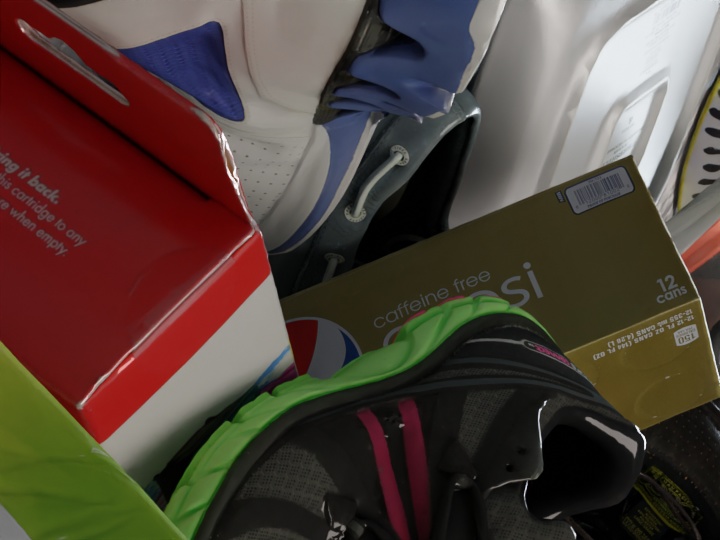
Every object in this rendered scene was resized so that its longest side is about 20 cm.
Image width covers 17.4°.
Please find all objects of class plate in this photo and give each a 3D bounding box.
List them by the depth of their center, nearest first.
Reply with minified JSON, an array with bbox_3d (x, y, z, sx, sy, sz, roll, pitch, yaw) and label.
[{"bbox_3d":[0.090,-0.055,0.904,0.199,0.032,0.201,-34,148,-50],"label":"plate"}]

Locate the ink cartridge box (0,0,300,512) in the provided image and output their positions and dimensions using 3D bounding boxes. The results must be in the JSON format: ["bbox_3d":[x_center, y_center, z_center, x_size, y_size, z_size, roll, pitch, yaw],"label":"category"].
[{"bbox_3d":[-0.079,0.011,0.628,0.067,0.116,0.200,-45,153,-20],"label":"ink cartridge box"}]

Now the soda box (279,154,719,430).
[{"bbox_3d":[0.014,0.040,0.777,0.199,0.064,0.068,-22,145,2],"label":"soda box"}]

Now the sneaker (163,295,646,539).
[{"bbox_3d":[0.009,0.070,0.618,0.200,0.084,0.077,-35,147,-42],"label":"sneaker"}]

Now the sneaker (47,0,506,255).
[{"bbox_3d":[-0.039,-0.076,0.637,0.199,0.115,0.081,140,-31,-66],"label":"sneaker"}]

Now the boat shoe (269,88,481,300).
[{"bbox_3d":[0.000,0.000,0.811,0.073,0.062,0.201,-38,151,-37],"label":"boat shoe"}]

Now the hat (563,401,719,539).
[{"bbox_3d":[0.080,0.128,0.909,0.200,0.201,0.081,-30,172,-41],"label":"hat"}]

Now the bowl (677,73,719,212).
[{"bbox_3d":[0.248,-0.071,1.112,0.201,0.094,0.201,-40,150,-29],"label":"bowl"}]

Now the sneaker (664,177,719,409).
[{"bbox_3d":[0.120,0.039,0.985,0.077,0.082,0.200,-38,175,-40],"label":"sneaker"}]

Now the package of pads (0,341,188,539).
[{"bbox_3d":[-0.115,0.070,0.542,0.068,0.200,0.155,-27,144,-30],"label":"package of pads"}]
